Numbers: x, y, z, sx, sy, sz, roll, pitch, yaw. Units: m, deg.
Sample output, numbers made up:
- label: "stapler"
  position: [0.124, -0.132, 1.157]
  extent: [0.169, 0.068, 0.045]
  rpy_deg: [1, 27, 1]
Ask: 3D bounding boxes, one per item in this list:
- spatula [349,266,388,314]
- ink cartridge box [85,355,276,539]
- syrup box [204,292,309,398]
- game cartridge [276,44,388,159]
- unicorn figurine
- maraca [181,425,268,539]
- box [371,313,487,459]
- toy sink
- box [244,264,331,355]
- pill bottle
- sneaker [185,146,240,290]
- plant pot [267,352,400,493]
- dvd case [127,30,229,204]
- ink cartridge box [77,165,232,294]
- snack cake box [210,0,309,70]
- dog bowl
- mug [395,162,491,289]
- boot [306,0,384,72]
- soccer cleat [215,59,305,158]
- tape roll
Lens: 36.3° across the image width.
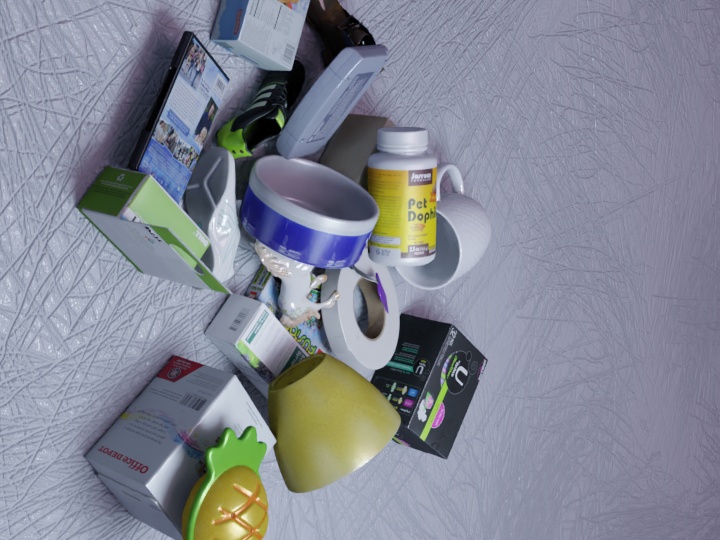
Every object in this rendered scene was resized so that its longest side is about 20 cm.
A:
- label: "spatula"
  position: [0.000, 0.000, 1.776]
  extent: [0.200, 0.020, 0.057]
  rpy_deg: [47, 24, -38]
- label: "ink cartridge box"
  position: [-0.249, 0.251, 1.539]
  extent: [0.200, 0.144, 0.146]
  rpy_deg: [-49, 131, -29]
- label: "syrup box"
  position: [-0.142, 0.130, 1.683]
  extent: [0.079, 0.081, 0.201]
  rpy_deg: [-55, 133, -20]
- label: "game cartridge"
  position: [-0.045, -0.253, 1.640]
  extent: [0.201, 0.041, 0.133]
  rpy_deg: [-50, 174, 26]
- label: "unicorn figurine"
  position: [-0.096, 0.003, 1.656]
  extent: [0.136, 0.073, 0.204]
  rpy_deg: [-19, 116, -31]
- label: "maraca"
  position: [-0.174, 0.305, 1.446]
  extent: [0.136, 0.106, 0.204]
  rpy_deg: [4, 96, -56]
- label: "box"
  position: [0.113, 0.206, 1.963]
  extent: [0.148, 0.123, 0.203]
  rpy_deg: [42, 66, -44]
- label: "toy sink"
  position: [0.035, -0.142, 1.802]
  extent: [0.200, 0.111, 0.132]
  rpy_deg: [46, 66, -44]
- label: "box"
  position: [-0.099, 0.061, 1.752]
  extent: [0.200, 0.034, 0.111]
  rpy_deg: [49, 62, -43]
- label: "pill bottle"
  position: [0.063, -0.114, 1.682]
  extent: [0.108, 0.108, 0.204]
  rpy_deg: [-14, 108, -46]
- label: "sneaker"
  position: [-0.209, -0.076, 1.583]
  extent: [0.080, 0.069, 0.204]
  rpy_deg: [-6, 107, -63]
- label: "plant pot"
  position: [-0.058, 0.208, 1.620]
  extent: [0.199, 0.199, 0.144]
  rpy_deg: [-38, 104, -37]
- label: "dvd case"
  position: [-0.245, -0.205, 1.500]
  extent: [0.143, 0.017, 0.203]
  rpy_deg: [48, 61, -68]
- label: "ink cartridge box"
  position: [-0.250, -0.052, 1.428]
  extent: [0.076, 0.198, 0.148]
  rpy_deg: [-58, 135, -21]
- label: "snack cake box"
  position: [-0.132, -0.405, 1.587]
  extent: [0.114, 0.066, 0.204]
  rpy_deg: [21, 82, -47]
- label: "dog bowl"
  position: [-0.076, -0.088, 1.614]
  extent: [0.198, 0.200, 0.080]
  rpy_deg: [-6, 127, -48]
- label: "mug"
  position: [0.150, -0.087, 1.923]
  extent: [0.175, 0.145, 0.204]
  rpy_deg: [-26, 116, -54]
- label: "boot"
  position: [-0.027, -0.386, 1.689]
  extent: [0.075, 0.096, 0.202]
  rpy_deg: [-47, 131, -31]
- label: "soccer cleat"
  position: [-0.131, -0.235, 1.615]
  extent: [0.201, 0.080, 0.068]
  rpy_deg: [-53, 133, -27]
- label: "tape roll"
  position: [0.001, 0.065, 1.820]
  extent: [0.202, 0.036, 0.207]
  rpy_deg: [22, 64, -56]
